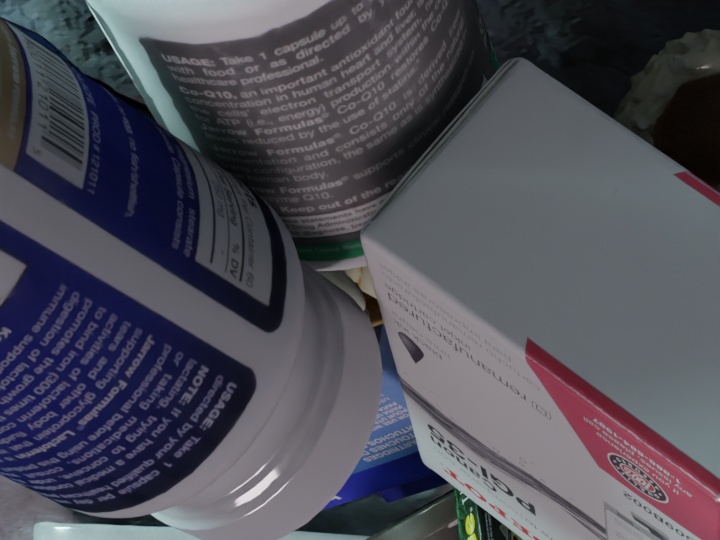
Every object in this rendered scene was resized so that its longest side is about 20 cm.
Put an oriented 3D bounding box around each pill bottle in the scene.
[{"bbox_3d":[-0.089,0.007,0.723,0.115,0.116,0.200,-20,143,32],"label":"pill bottle"},{"bbox_3d":[-0.027,-0.095,0.751,0.113,0.113,0.200,-6,149,13],"label":"pill bottle"}]

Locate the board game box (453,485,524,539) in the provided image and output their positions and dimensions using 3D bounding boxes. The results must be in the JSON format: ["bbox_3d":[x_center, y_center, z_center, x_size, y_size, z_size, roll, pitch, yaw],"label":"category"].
[{"bbox_3d":[0.085,0.076,0.931,0.104,0.201,0.023,3,155,-19],"label":"board game box"}]

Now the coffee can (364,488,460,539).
[{"bbox_3d":[0.108,0.167,1.008,0.146,0.200,0.146,-29,174,-3],"label":"coffee can"}]

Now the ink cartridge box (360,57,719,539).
[{"bbox_3d":[0.089,0.041,0.802,0.146,0.083,0.200,36,164,22],"label":"ink cartridge box"}]

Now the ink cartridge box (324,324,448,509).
[{"bbox_3d":[-0.030,0.038,1.012,0.136,0.077,0.200,-21,144,33],"label":"ink cartridge box"}]

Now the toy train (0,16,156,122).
[{"bbox_3d":[-0.137,-0.049,0.826,0.087,0.114,0.200,-53,145,12],"label":"toy train"}]

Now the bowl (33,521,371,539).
[{"bbox_3d":[-0.055,0.163,1.156,0.199,0.075,0.200,2,172,-1],"label":"bowl"}]

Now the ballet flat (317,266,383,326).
[{"bbox_3d":[0.000,0.000,0.869,0.200,0.063,0.069,-23,142,-33],"label":"ballet flat"}]

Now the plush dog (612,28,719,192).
[{"bbox_3d":[0.161,-0.015,0.859,0.200,0.161,0.172,45,142,-11],"label":"plush dog"}]
